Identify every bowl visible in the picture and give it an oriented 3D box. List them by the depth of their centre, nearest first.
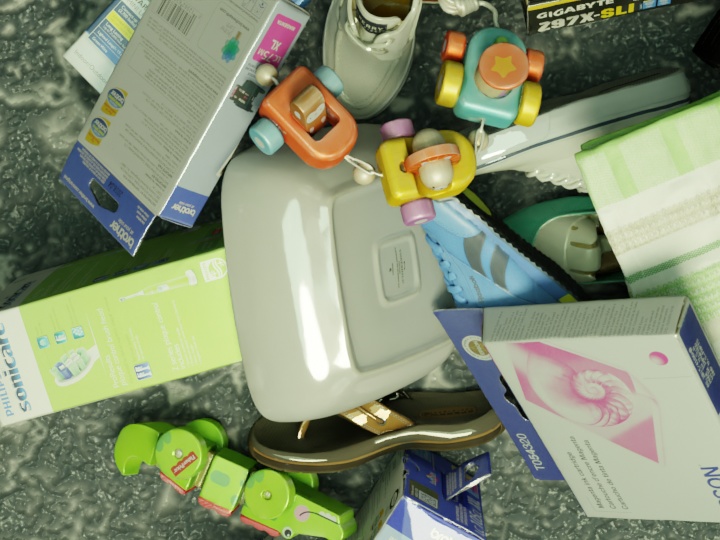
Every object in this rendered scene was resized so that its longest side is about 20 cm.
[{"bbox_3d":[0.000,0.000,1.171,0.074,0.199,0.202,1,102,41],"label":"bowl"}]

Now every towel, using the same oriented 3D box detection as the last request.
[{"bbox_3d":[0.245,-0.019,1.116,0.148,0.031,0.201,-21,107,12],"label":"towel"}]

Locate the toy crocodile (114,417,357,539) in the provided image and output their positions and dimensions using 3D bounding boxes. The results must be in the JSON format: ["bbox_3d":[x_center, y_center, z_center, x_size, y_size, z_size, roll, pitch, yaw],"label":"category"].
[{"bbox_3d":[-0.096,0.162,1.267,0.199,0.067,0.062,23,98,11],"label":"toy crocodile"}]

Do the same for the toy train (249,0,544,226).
[{"bbox_3d":[0.033,-0.120,1.085,0.200,0.056,0.151,-39,87,-17],"label":"toy train"}]

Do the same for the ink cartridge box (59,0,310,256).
[{"bbox_3d":[-0.125,-0.118,1.144,0.119,0.042,0.201,40,102,40],"label":"ink cartridge box"}]

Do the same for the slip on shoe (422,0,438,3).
[{"bbox_3d":[0.103,-0.233,1.189,0.198,0.061,0.075,-6,104,7],"label":"slip on shoe"}]

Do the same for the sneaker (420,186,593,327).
[{"bbox_3d":[0.082,0.000,1.161,0.078,0.066,0.200,-43,116,14],"label":"sneaker"}]

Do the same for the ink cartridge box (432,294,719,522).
[{"bbox_3d":[0.167,0.101,1.155,0.199,0.043,0.197,-5,133,35],"label":"ink cartridge box"}]

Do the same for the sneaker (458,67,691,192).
[{"bbox_3d":[0.152,-0.088,1.191,0.198,0.073,0.071,-16,102,-11],"label":"sneaker"}]

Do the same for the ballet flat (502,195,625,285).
[{"bbox_3d":[0.189,-0.021,1.222,0.198,0.070,0.068,-5,103,5],"label":"ballet flat"}]

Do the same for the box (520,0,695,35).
[{"bbox_3d":[0.172,-0.273,1.137,0.158,0.049,0.202,-10,71,3],"label":"box"}]

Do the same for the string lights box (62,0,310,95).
[{"bbox_3d":[-0.110,-0.194,1.211,0.103,0.059,0.200,44,101,-4],"label":"string lights box"}]

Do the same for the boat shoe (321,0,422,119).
[{"bbox_3d":[0.012,-0.186,1.170,0.070,0.070,0.201,23,126,3],"label":"boat shoe"}]

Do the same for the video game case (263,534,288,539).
[{"bbox_3d":[-0.126,0.307,1.252,0.045,0.181,0.200,44,101,-6],"label":"video game case"}]

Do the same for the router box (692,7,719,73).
[{"bbox_3d":[0.311,-0.215,1.135,0.051,0.149,0.201,32,102,-3],"label":"router box"}]

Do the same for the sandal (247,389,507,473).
[{"bbox_3d":[0.013,0.107,1.251,0.198,0.082,0.055,-6,115,2],"label":"sandal"}]

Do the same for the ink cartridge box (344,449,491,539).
[{"bbox_3d":[0.029,0.217,1.247,0.076,0.137,0.201,29,102,-4],"label":"ink cartridge box"}]

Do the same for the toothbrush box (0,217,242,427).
[{"bbox_3d":[-0.167,0.032,1.217,0.198,0.146,0.087,-14,101,6],"label":"toothbrush box"}]
